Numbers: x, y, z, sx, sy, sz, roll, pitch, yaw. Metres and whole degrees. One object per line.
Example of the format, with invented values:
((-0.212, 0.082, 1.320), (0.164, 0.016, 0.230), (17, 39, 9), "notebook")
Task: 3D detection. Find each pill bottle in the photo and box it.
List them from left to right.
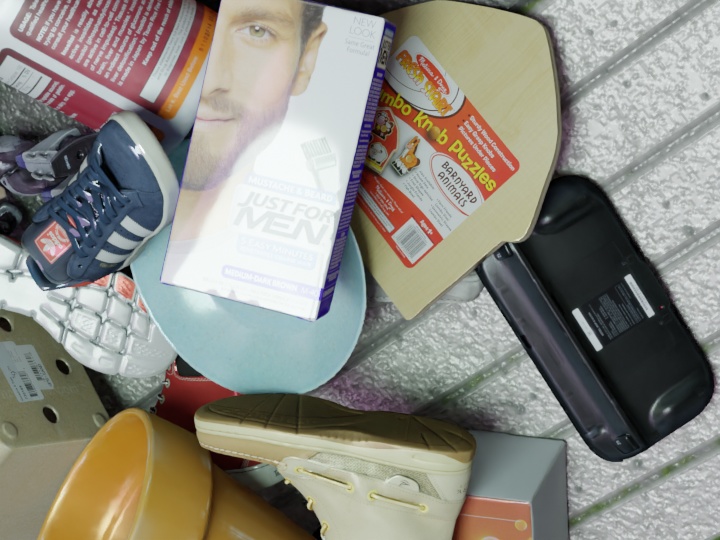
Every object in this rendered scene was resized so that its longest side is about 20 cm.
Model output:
((-0.198, -0.168, 1.052), (0.200, 0.113, 0.113), (28, 124, -20), "pill bottle")

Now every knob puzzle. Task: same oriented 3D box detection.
((0.057, -0.096, 1.069), (0.219, 0.030, 0.220), (-1, 87, 26), "knob puzzle")

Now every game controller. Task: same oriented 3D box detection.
((0.164, 0.035, 1.083), (0.104, 0.042, 0.200), (-34, 99, -6), "game controller")

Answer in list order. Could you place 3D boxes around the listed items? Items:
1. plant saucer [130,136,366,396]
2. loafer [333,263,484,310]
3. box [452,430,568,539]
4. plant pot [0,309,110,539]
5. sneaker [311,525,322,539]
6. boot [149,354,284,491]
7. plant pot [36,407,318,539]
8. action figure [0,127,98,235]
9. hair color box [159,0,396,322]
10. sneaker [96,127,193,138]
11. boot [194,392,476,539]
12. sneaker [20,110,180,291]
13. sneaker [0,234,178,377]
((-0.076, -0.007, 1.114), (0.201, 0.039, 0.201), (11, 114, 26), "plant saucer")
((0.000, 0.000, 1.139), (0.200, 0.070, 0.070), (10, 123, 26), "loafer")
((0.089, 0.232, 1.181), (0.124, 0.097, 0.200), (4, 113, 22), "box")
((-0.318, 0.125, 1.230), (0.177, 0.200, 0.200), (-38, 71, 23), "plant pot")
((-0.010, 0.286, 1.200), (0.070, 0.200, 0.078), (5, 149, -26), "sneaker")
((-0.161, 0.112, 1.258), (0.200, 0.072, 0.145), (-12, 99, 27), "boot")
((-0.128, 0.229, 1.154), (0.183, 0.200, 0.200), (27, 125, -23), "plant pot")
((-0.275, -0.083, 1.203), (0.200, 0.069, 0.130), (7, 134, 36), "action figure")
((-0.054, -0.077, 1.013), (0.109, 0.065, 0.200), (14, 95, 7), "hair color box")
((-0.192, -0.142, 1.165), (0.200, 0.075, 0.087), (52, 143, -5), "sneaker")
((-0.025, 0.173, 1.099), (0.200, 0.073, 0.156), (8, 109, 6), "boot")
((-0.183, -0.036, 1.050), (0.075, 0.084, 0.200), (54, 152, 10), "sneaker")
((-0.229, 0.015, 1.206), (0.200, 0.082, 0.077), (27, 95, -6), "sneaker")
